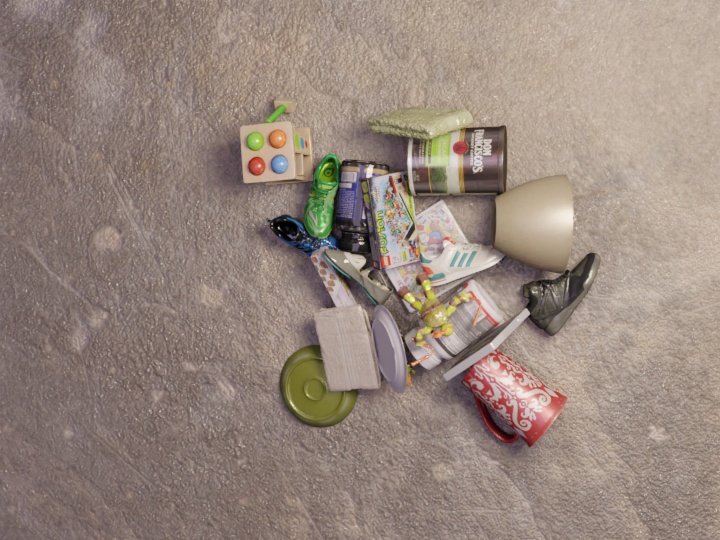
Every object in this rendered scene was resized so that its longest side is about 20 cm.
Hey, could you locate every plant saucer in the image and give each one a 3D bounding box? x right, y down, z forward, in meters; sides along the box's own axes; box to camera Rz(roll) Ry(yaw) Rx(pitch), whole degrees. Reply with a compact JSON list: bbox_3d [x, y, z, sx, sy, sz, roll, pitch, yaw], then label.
[{"bbox_3d":[-0.105,0.281,1.707,0.198,0.031,0.202,1,95,14],"label":"plant saucer"}]

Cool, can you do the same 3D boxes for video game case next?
[{"bbox_3d":[0.266,0.153,1.492,0.018,0.200,0.143,53,127,6],"label":"video game case"},{"bbox_3d":[0.150,-0.031,1.620,0.199,0.023,0.183,-32,86,14],"label":"video game case"}]

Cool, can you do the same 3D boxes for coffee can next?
[{"bbox_3d":[0.210,-0.232,1.525,0.198,0.146,0.148,1,94,15],"label":"coffee can"}]

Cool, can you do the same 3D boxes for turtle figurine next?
[{"bbox_3d":[0.144,0.092,1.507,0.200,0.064,0.162,-45,58,11],"label":"turtle figurine"}]

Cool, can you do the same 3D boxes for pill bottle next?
[{"bbox_3d":[0.203,0.123,1.571,0.200,0.114,0.114,-39,84,15],"label":"pill bottle"},{"bbox_3d":[0.002,-0.143,1.602,0.111,0.112,0.202,7,95,14],"label":"pill bottle"}]

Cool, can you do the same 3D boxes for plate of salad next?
[{"bbox_3d":[0.072,0.172,1.585,0.048,0.200,0.202,-12,91,-16],"label":"plate of salad"}]

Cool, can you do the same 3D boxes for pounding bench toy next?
[{"bbox_3d":[-0.193,-0.301,1.620,0.123,0.156,0.202,-3,93,15],"label":"pounding bench toy"}]

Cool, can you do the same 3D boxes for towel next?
[{"bbox_3d":[-0.031,0.179,1.635,0.131,0.034,0.202,-7,99,23],"label":"towel"},{"bbox_3d":[0.122,-0.316,1.506,0.199,0.148,0.037,22,127,46],"label":"towel"}]

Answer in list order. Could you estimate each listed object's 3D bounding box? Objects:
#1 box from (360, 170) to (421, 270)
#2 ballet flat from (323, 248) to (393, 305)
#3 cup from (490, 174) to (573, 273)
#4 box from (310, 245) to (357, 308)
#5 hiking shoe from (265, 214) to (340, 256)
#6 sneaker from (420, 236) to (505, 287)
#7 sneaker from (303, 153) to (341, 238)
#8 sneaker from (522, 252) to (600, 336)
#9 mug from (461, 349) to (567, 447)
[{"bbox_3d":[0.068,-0.110,1.558,0.109,0.035,0.202,-16,104,-26],"label":"box"},{"bbox_3d":[0.000,0.000,1.608,0.064,0.067,0.200,-42,119,8],"label":"ballet flat"},{"bbox_3d":[0.344,-0.096,1.462,0.142,0.200,0.202,1,95,5],"label":"cup"},{"bbox_3d":[-0.052,0.040,1.638,0.038,0.041,0.201,-22,106,16],"label":"box"},{"bbox_3d":[-0.124,-0.067,1.655,0.199,0.087,0.075,24,100,12],"label":"hiking shoe"},{"bbox_3d":[0.222,-0.036,1.551,0.199,0.070,0.094,-22,95,18],"label":"sneaker"},{"bbox_3d":[-0.088,-0.173,1.617,0.073,0.084,0.202,8,80,2],"label":"sneaker"},{"bbox_3d":[0.423,0.031,1.525,0.114,0.076,0.200,34,107,3],"label":"sneaker"},{"bbox_3d":[0.315,0.281,1.548,0.200,0.133,0.178,39,101,12],"label":"mug"}]
